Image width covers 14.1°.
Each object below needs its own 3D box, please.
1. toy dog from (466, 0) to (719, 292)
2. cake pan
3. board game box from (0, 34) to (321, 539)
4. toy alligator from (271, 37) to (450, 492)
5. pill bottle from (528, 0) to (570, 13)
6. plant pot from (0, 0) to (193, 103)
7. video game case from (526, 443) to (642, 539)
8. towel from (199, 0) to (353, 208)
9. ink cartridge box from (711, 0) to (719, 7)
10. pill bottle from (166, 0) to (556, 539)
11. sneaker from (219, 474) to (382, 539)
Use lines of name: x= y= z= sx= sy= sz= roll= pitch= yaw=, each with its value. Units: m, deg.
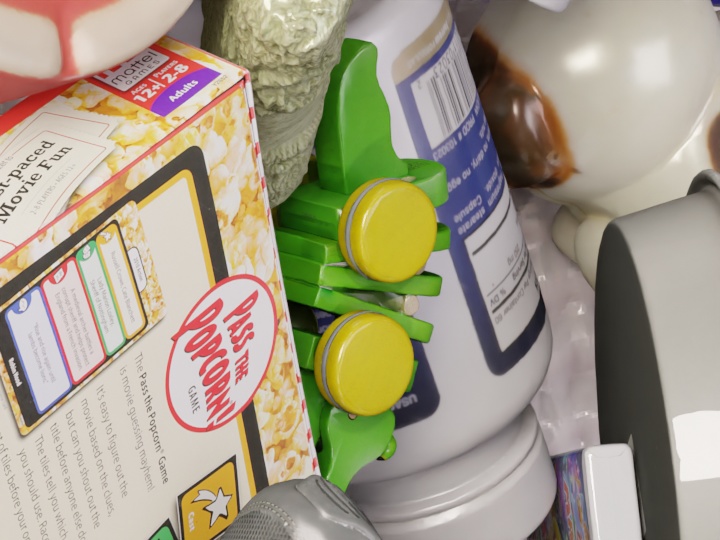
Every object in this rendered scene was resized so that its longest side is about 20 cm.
toy dog: x=0.127 y=-0.038 z=1.073 sx=0.200 sy=0.194 sz=0.140 roll=33 pitch=88 yaw=-7
cake pan: x=0.108 y=0.068 z=0.950 sx=0.200 sy=0.037 sz=0.201 roll=174 pitch=-90 yaw=-87
board game box: x=-0.099 y=0.053 z=0.744 sx=0.200 sy=0.046 sz=0.152 roll=-39 pitch=137 yaw=-33
toy alligator: x=-0.005 y=0.032 z=0.872 sx=0.054 sy=0.059 sz=0.201 roll=7 pitch=95 yaw=-39
pill bottle: x=0.077 y=-0.187 z=0.910 sx=0.112 sy=0.112 sz=0.201 roll=20 pitch=103 yaw=-49
plant pot: x=-0.138 y=-0.119 z=0.743 sx=0.200 sy=0.177 sz=0.202 roll=-3 pitch=94 yaw=-50
video game case: x=0.082 y=0.136 z=1.029 sx=0.200 sy=0.018 sz=0.144 roll=120 pitch=-36 yaw=-84
towel: x=-0.017 y=-0.128 z=0.810 sx=0.036 sy=0.148 sz=0.201 roll=7 pitch=70 yaw=-7
ink cartridge box: x=0.130 y=-0.179 z=1.046 sx=0.043 sy=0.198 sz=0.201 roll=-35 pitch=118 yaw=-38
pill bottle: x=0.000 y=0.000 z=0.967 sx=0.111 sy=0.111 sz=0.201 roll=-42 pitch=123 yaw=-40
sneaker: x=-0.050 y=0.147 z=0.774 sx=0.084 sy=0.074 sz=0.201 roll=2 pitch=117 yaw=-43
